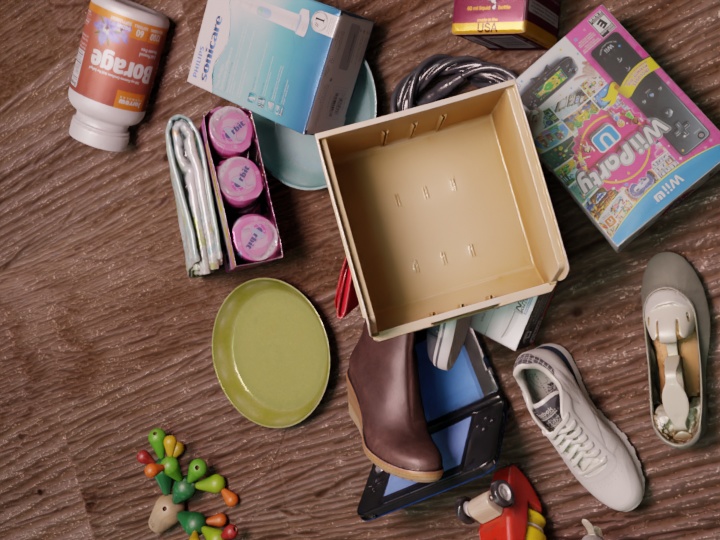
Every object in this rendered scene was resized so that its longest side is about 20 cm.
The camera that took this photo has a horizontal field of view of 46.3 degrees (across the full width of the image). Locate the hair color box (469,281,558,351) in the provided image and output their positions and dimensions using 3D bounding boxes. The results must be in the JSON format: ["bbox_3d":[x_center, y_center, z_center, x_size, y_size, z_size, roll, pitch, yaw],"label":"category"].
[{"bbox_3d":[0.123,-0.003,0.972,0.198,0.064,0.112,28,105,27],"label":"hair color box"}]

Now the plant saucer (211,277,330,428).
[{"bbox_3d":[-0.117,0.110,1.142,0.197,0.031,0.204,3,96,30],"label":"plant saucer"}]

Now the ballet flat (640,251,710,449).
[{"bbox_3d":[0.323,0.083,0.861,0.066,0.063,0.204,-5,91,30],"label":"ballet flat"}]

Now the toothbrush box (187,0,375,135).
[{"bbox_3d":[-0.101,-0.266,1.028,0.198,0.085,0.149,26,107,26],"label":"toothbrush box"}]

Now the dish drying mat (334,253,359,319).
[{"bbox_3d":[0.000,0.000,0.969,0.018,0.200,0.078,13,100,9],"label":"dish drying mat"}]

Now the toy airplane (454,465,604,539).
[{"bbox_3d":[0.184,0.342,0.920,0.199,0.140,0.202,28,96,59],"label":"toy airplane"}]

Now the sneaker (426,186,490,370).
[{"bbox_3d":[0.088,0.002,0.910,0.078,0.078,0.204,11,85,18],"label":"sneaker"}]

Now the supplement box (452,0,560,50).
[{"bbox_3d":[0.162,-0.346,0.893,0.084,0.110,0.204,7,97,30],"label":"supplement box"}]

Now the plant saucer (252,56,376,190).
[{"bbox_3d":[-0.057,-0.205,1.077,0.197,0.036,0.204,3,95,31],"label":"plant saucer"}]

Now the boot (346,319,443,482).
[{"bbox_3d":[0.041,0.122,0.940,0.200,0.071,0.169,36,120,57],"label":"boot"}]

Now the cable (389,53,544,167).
[{"bbox_3d":[0.125,-0.161,0.972,0.197,0.051,0.166,17,96,26],"label":"cable"}]

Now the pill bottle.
[{"bbox_3d":[-0.350,-0.280,1.200,0.111,0.112,0.203,28,108,25],"label":"pill bottle"}]

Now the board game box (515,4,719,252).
[{"bbox_3d":[0.256,-0.144,0.861,0.147,0.064,0.201,-40,75,10],"label":"board game box"}]

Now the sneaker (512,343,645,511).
[{"bbox_3d":[0.231,0.177,0.914,0.076,0.080,0.201,-40,76,25],"label":"sneaker"}]

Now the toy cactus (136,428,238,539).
[{"bbox_3d":[-0.267,0.335,1.223,0.200,0.102,0.166,46,124,10],"label":"toy cactus"}]

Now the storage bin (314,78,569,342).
[{"bbox_3d":[0.076,-0.052,0.823,0.197,0.094,0.202,-16,85,-3],"label":"storage bin"}]

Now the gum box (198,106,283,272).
[{"bbox_3d":[-0.159,-0.105,1.092,0.113,0.065,0.204,165,92,-75],"label":"gum box"}]

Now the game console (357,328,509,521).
[{"bbox_3d":[0.063,0.172,0.996,0.199,0.171,0.119,-31,106,29],"label":"game console"}]

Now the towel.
[{"bbox_3d":[-0.226,-0.091,1.122,0.171,0.047,0.204,165,95,-75],"label":"towel"}]
